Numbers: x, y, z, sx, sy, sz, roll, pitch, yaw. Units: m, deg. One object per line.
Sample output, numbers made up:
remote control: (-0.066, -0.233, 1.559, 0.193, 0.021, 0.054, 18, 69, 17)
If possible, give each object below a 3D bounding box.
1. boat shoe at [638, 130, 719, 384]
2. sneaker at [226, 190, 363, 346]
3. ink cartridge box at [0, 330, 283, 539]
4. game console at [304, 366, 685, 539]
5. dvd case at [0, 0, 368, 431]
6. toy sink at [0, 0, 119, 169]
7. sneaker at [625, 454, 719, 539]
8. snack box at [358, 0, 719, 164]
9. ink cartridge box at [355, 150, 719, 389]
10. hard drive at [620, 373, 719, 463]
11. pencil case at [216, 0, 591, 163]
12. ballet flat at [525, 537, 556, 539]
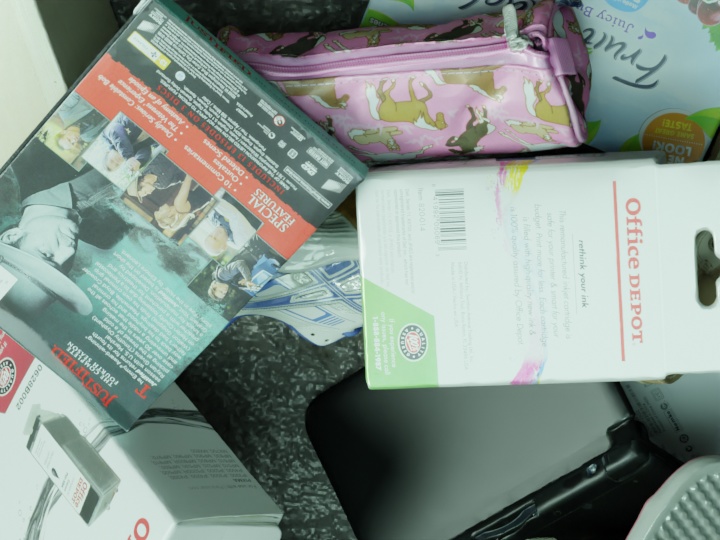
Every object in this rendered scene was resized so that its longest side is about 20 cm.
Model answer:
boat shoe: (0.207, -0.020, 1.348, 0.064, 0.071, 0.200, 32, 102, 30)
sneaker: (0.000, 0.000, 1.416, 0.200, 0.075, 0.088, 6, 121, 15)
ink cartridge box: (-0.153, 0.133, 1.415, 0.200, 0.083, 0.147, 46, 118, 37)
game console: (0.097, 0.116, 1.451, 0.200, 0.116, 0.176, -33, 133, 31)
dvd case: (-0.114, -0.028, 1.301, 0.146, 0.022, 0.200, 39, 110, -9)
toy sink: (-0.189, -0.082, 1.370, 0.112, 0.130, 0.200, -14, 110, 13)
sneaker: (0.158, 0.179, 1.396, 0.075, 0.105, 0.200, 12, 108, -16)
snack box: (0.114, -0.150, 1.343, 0.200, 0.053, 0.142, 22, 115, -1)
ink cartridge box: (0.103, -0.002, 1.310, 0.200, 0.067, 0.117, -2, 96, 11)
hard drive: (0.210, 0.059, 1.430, 0.200, 0.026, 0.132, -27, 106, 17)
pencil case: (0.020, -0.096, 1.308, 0.200, 0.083, 0.087, -5, 119, 15)
ballet flat: (0.090, 0.191, 1.387, 0.068, 0.075, 0.200, 11, 152, -10)
